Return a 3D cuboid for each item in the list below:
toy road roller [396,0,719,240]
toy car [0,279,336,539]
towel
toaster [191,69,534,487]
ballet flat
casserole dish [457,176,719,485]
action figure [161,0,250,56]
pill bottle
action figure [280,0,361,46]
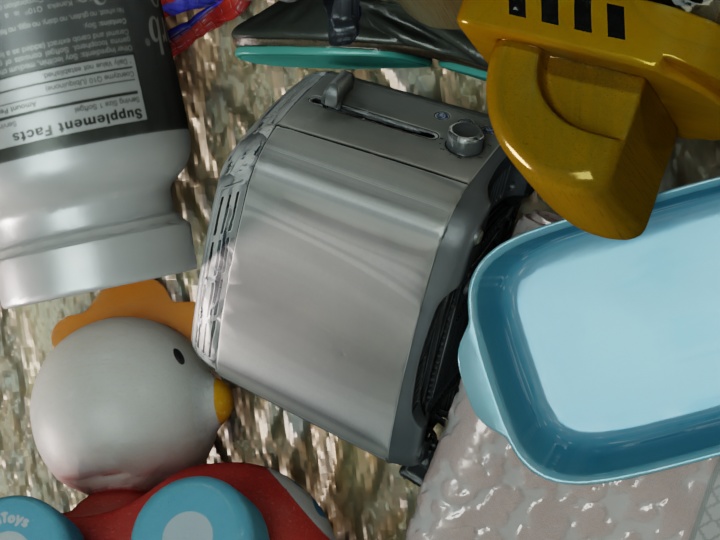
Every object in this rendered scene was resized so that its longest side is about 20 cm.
[{"bbox_3d":[0.080,-0.101,1.192,0.200,0.123,0.146,15,79,22],"label":"toy road roller"},{"bbox_3d":[-0.098,0.091,1.369,0.177,0.184,0.200,-7,69,14],"label":"toy car"},{"bbox_3d":[0.133,0.088,1.313,0.191,0.032,0.200,16,106,-9],"label":"towel"},{"bbox_3d":[0.000,0.000,1.317,0.129,0.114,0.200,24,129,15],"label":"toaster"},{"bbox_3d":[0.036,-0.121,1.314,0.200,0.068,0.068,9,89,19],"label":"ballet flat"},{"bbox_3d":[0.142,0.023,1.233,0.200,0.039,0.121,-16,96,17],"label":"casserole dish"},{"bbox_3d":[-0.122,-0.128,1.370,0.200,0.052,0.065,-25,91,17],"label":"action figure"},{"bbox_3d":[-0.144,-0.088,1.294,0.116,0.116,0.200,-12,91,18],"label":"pill bottle"},{"bbox_3d":[-0.058,-0.204,1.250,0.105,0.194,0.200,-9,57,4],"label":"action figure"}]
